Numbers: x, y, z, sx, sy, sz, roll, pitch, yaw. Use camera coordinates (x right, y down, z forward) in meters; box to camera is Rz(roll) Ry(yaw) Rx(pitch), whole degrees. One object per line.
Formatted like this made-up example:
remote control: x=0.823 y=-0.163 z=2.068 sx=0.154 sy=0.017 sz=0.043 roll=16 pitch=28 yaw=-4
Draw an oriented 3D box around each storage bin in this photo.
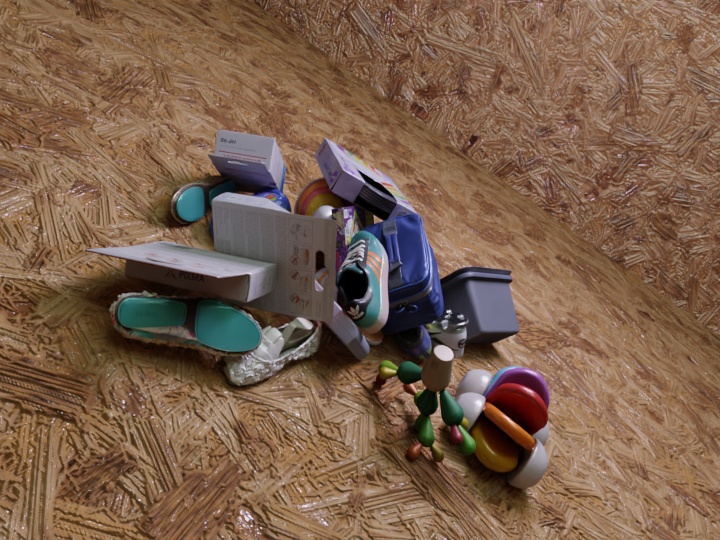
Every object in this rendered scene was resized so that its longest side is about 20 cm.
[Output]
storage bin: x=0.250 y=0.086 z=1.268 sx=0.196 sy=0.144 sz=0.139 roll=6 pitch=63 yaw=-44

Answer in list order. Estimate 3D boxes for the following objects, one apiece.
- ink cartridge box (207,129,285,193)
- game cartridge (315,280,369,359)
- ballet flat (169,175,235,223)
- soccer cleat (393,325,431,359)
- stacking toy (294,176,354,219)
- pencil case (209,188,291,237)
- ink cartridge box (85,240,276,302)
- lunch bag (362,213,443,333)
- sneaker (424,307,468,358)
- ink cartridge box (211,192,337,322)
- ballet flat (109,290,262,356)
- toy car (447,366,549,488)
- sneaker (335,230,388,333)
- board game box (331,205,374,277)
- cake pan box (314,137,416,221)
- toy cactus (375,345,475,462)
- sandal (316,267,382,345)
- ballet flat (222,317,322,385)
ink cartridge box: x=-0.214 y=-0.210 z=1.132 sx=0.112 sy=0.069 sz=0.200 roll=9 pitch=-10 yaw=1
game cartridge: x=-0.065 y=0.055 z=0.965 sx=0.200 sy=0.041 sz=0.134 roll=46 pitch=-11 yaw=22
ballet flat: x=-0.302 y=-0.132 z=1.068 sx=0.063 sy=0.073 sz=0.200 roll=10 pitch=18 yaw=16
soccer cleat: x=0.076 y=0.094 z=1.131 sx=0.084 sy=0.064 sz=0.202 roll=51 pitch=4 yaw=-42
stacking toy: x=-0.067 y=-0.102 z=1.130 sx=0.143 sy=0.149 sz=0.200 roll=30 pitch=9 yaw=-5
pencil case: x=-0.204 y=-0.104 z=1.097 sx=0.087 sy=0.078 sz=0.200 roll=48 pitch=26 yaw=1
ink cartridge box: x=-0.235 y=0.002 z=0.791 sx=0.193 sy=0.046 sz=0.176 roll=11 pitch=9 yaw=15
lunch bag: x=0.068 y=0.004 z=1.056 sx=0.204 sy=0.132 sz=0.134 roll=-94 pitch=162 yaw=-46
sneaker: x=0.138 y=0.113 z=1.157 sx=0.072 sy=0.092 sz=0.199 roll=-11 pitch=20 yaw=-22
ink cartridge box: x=-0.124 y=-0.020 z=0.872 sx=0.193 sy=0.165 sz=0.047 roll=9 pitch=24 yaw=13
ballet flat: x=-0.227 y=0.069 z=0.770 sx=0.194 sy=0.064 sz=0.078 roll=16 pitch=73 yaw=-22
toy car: x=0.247 y=0.233 z=0.967 sx=0.173 sy=0.152 sz=0.200 roll=35 pitch=25 yaw=7
sneaker: x=0.000 y=0.000 z=0.956 sx=0.080 sy=0.070 sz=0.204 roll=41 pitch=30 yaw=-39
board game box: x=-0.009 y=-0.060 z=1.108 sx=0.031 sy=0.125 sz=0.199 roll=-6 pitch=5 yaw=17
cake pan box: x=0.006 y=-0.169 z=1.156 sx=0.180 sy=0.053 sz=0.202 roll=25 pitch=21 yaw=-25
toy cactus: x=0.096 y=0.184 z=0.874 sx=0.100 sy=0.169 sz=0.200 roll=-14 pitch=44 yaw=-31
sandal: x=-0.026 y=0.046 z=1.072 sx=0.206 sy=0.060 sz=0.079 roll=42 pitch=26 yaw=15
ballet flat: x=-0.121 y=0.104 z=0.853 sx=0.071 sy=0.073 sz=0.198 roll=41 pitch=27 yaw=18
